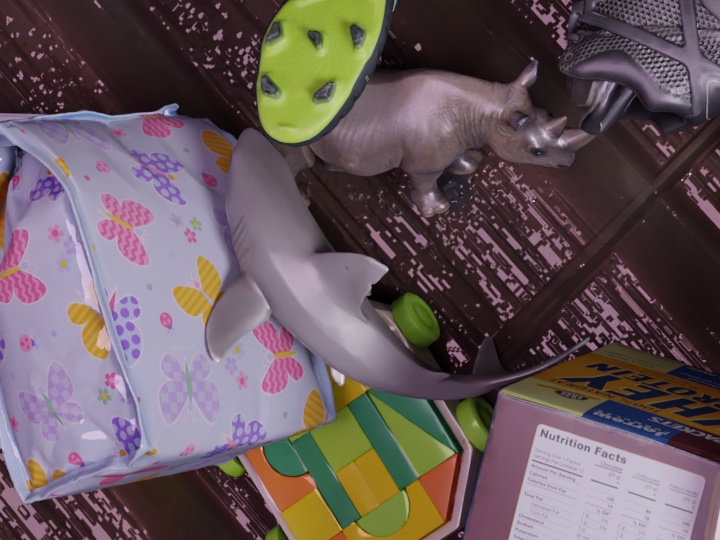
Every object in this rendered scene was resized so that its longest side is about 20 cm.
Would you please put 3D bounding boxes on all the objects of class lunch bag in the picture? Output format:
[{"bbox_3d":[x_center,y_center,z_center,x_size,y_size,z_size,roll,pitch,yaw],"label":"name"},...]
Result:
[{"bbox_3d":[-0.125,0.012,1.467,0.127,0.169,0.200,-21,83,37],"label":"lunch bag"}]

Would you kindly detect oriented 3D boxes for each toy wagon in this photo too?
[{"bbox_3d":[-0.018,0.075,1.531,0.155,0.040,0.200,-35,81,22],"label":"toy wagon"}]

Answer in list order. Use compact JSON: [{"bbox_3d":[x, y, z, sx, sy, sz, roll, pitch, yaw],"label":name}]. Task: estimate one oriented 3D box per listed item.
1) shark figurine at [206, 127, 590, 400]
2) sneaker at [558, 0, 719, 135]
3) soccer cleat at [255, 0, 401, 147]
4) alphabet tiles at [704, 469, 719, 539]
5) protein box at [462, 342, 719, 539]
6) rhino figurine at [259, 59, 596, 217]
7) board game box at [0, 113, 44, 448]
[{"bbox_3d":[0.010,0.020,1.424,0.214,0.128,0.089,36,141,-11],"label":"shark figurine"},{"bbox_3d":[0.127,-0.149,1.404,0.114,0.076,0.200,-39,66,3],"label":"sneaker"},{"bbox_3d":[-0.002,-0.147,1.445,0.067,0.081,0.200,9,67,21],"label":"soccer cleat"},{"bbox_3d":[0.252,0.139,1.282,0.200,0.015,0.196,3,106,-19],"label":"alphabet tiles"},{"bbox_3d":[0.139,0.160,1.385,0.135,0.198,0.200,18,101,20],"label":"protein box"},{"bbox_3d":[0.035,-0.076,1.463,0.200,0.060,0.088,0,139,22],"label":"rhino figurine"},{"bbox_3d":[-0.194,0.007,1.607,0.200,0.026,0.200,3,95,23],"label":"board game box"}]
